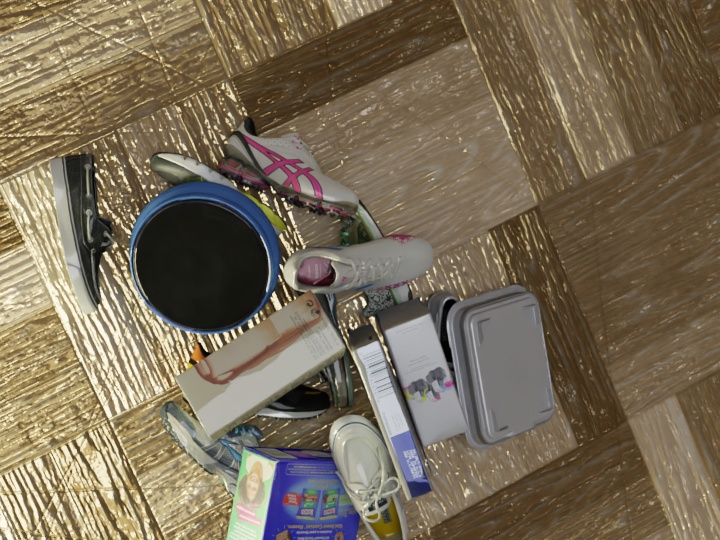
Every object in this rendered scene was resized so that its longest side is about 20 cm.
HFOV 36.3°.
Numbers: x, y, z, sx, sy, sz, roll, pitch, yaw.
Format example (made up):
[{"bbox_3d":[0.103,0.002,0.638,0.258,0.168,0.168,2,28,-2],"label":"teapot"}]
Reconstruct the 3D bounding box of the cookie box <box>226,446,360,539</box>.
[{"bbox_3d":[-0.086,0.338,1.419,0.169,0.074,0.204,12,89,-44],"label":"cookie box"}]

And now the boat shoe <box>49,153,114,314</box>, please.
[{"bbox_3d":[-0.348,-0.048,1.396,0.062,0.071,0.204,-10,92,-9],"label":"boat shoe"}]

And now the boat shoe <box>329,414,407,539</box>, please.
[{"bbox_3d":[0.016,0.281,1.386,0.073,0.086,0.205,-19,118,-4],"label":"boat shoe"}]

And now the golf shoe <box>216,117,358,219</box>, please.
[{"bbox_3d":[-0.087,-0.133,1.419,0.197,0.073,0.094,23,86,11],"label":"golf shoe"}]

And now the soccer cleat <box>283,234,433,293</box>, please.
[{"bbox_3d":[0.000,0.000,1.393,0.196,0.086,0.071,-7,102,-3],"label":"soccer cleat"}]

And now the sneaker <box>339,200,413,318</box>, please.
[{"bbox_3d":[-0.006,-0.023,1.466,0.088,0.077,0.202,-30,95,0],"label":"sneaker"}]

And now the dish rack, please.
[{"bbox_3d":[0.200,0.130,1.485,0.170,0.043,0.204,-13,96,-40],"label":"dish rack"}]

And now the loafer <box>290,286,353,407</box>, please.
[{"bbox_3d":[-0.056,0.086,1.458,0.062,0.072,0.204,-11,84,-11],"label":"loafer"}]

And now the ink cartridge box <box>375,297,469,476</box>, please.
[{"bbox_3d":[0.085,0.148,1.416,0.067,0.115,0.204,-19,100,-1],"label":"ink cartridge box"}]

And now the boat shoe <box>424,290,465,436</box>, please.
[{"bbox_3d":[0.126,0.130,1.495,0.072,0.065,0.204,-15,95,-11],"label":"boat shoe"}]

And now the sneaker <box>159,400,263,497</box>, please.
[{"bbox_3d":[-0.178,0.229,1.442,0.200,0.077,0.087,45,77,-18],"label":"sneaker"}]

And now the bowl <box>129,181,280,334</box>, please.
[{"bbox_3d":[-0.201,-0.012,1.401,0.196,0.040,0.205,1,112,2],"label":"bowl"}]

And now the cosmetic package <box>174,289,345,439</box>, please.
[{"bbox_3d":[-0.122,0.119,1.365,0.198,0.103,0.088,-33,84,-9],"label":"cosmetic package"}]

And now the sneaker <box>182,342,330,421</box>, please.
[{"bbox_3d":[-0.132,0.142,1.443,0.196,0.070,0.092,7,93,-9],"label":"sneaker"}]

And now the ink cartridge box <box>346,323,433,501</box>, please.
[{"bbox_3d":[0.036,0.171,1.409,0.043,0.200,0.200,-21,96,1],"label":"ink cartridge box"}]

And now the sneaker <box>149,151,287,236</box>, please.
[{"bbox_3d":[-0.193,-0.081,1.423,0.198,0.074,0.086,31,86,-10],"label":"sneaker"}]
